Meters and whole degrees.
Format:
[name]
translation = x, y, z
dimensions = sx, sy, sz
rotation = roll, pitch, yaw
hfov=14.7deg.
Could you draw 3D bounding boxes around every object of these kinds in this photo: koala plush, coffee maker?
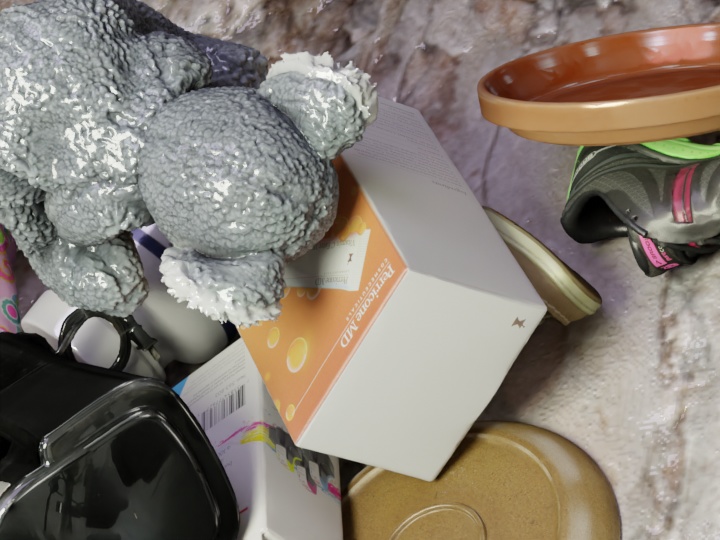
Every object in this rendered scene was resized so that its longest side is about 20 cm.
[koala plush]
translation = -0.095, -0.057, 1.487
dimensions = 0.200, 0.184, 0.178
rotation = 25, 80, 34
[coffee maker]
translation = -0.158, 0.096, 1.503
dimensions = 0.200, 0.135, 0.192
rotation = 12, 67, 57

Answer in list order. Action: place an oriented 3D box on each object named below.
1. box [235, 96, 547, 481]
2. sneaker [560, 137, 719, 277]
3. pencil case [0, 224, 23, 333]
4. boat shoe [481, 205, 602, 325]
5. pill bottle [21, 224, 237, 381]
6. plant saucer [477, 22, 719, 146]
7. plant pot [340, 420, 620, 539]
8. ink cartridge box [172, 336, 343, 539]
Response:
[box]
translation = 0.000, 0.000, 1.549
dimensions = 0.125, 0.097, 0.200
rotation = -58, 36, 23
[sneaker]
translation = 0.191, -0.030, 1.547
dimensions = 0.200, 0.077, 0.084
rotation = 8, 62, 51
[pencil case]
translation = -0.247, 0.035, 1.704
dimensions = 0.087, 0.087, 0.200
rotation = -24, 43, 14
[boat shoe]
translation = 0.061, -0.002, 1.608
dimensions = 0.201, 0.073, 0.063
rotation = 29, 82, 48
[pill bottle]
translation = -0.108, -0.014, 1.697
dimensions = 0.120, 0.120, 0.200
rotation = 25, 69, 46
[plant saucer]
translation = 0.167, -0.105, 1.591
dimensions = 0.200, 0.032, 0.200
rotation = -8, 15, 2
[plant pot]
translation = 0.043, 0.157, 1.503
dimensions = 0.200, 0.028, 0.200
rotation = -20, 43, 19
[ink cartridge box]
translation = -0.072, 0.143, 1.538
dimensions = 0.115, 0.068, 0.200
rotation = -36, 34, 26
